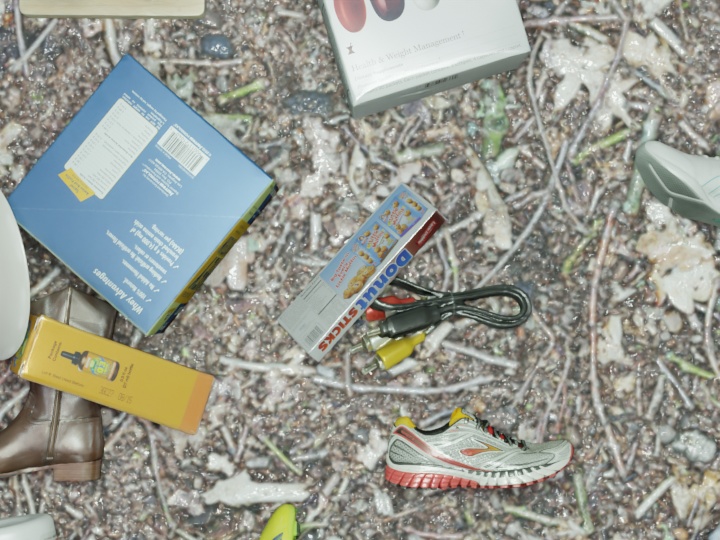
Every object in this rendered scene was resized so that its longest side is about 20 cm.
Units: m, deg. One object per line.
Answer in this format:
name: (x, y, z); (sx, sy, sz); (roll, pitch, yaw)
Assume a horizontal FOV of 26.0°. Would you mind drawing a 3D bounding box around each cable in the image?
cable: (0.079, 0.041, 1.657); (0.197, 0.050, 0.098); (-14, 72, -13)

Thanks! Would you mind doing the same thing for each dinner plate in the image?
dinner plate: (-0.392, -0.006, 1.580); (0.024, 0.199, 0.203); (-14, 88, -37)

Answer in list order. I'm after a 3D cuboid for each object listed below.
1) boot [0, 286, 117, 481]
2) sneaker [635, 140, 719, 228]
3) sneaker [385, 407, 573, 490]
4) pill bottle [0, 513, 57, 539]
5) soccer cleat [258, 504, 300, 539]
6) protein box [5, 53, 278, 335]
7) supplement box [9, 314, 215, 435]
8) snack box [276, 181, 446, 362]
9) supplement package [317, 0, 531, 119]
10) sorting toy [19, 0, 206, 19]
boot: (-0.351, 0.115, 1.631); (0.184, 0.064, 0.203); (3, 92, -13)
sneaker: (0.381, -0.087, 1.643); (0.199, 0.070, 0.081); (30, 74, -2)
sneaker: (0.124, 0.185, 1.625); (0.197, 0.078, 0.083); (0, 88, 0)
pill bottle: (-0.355, 0.360, 1.603); (0.111, 0.112, 0.203); (-10, 89, 0)
soccer cleat: (-0.115, 0.339, 1.628); (0.083, 0.065, 0.203); (16, 89, 3)
protein box: (-0.221, -0.074, 1.599); (0.198, 0.135, 0.201); (40, 89, 0)
supplement box: (-0.254, 0.106, 1.596); (0.198, 0.069, 0.067); (22, 85, -24)
snack box: (0.000, 0.000, 1.633); (0.200, 0.072, 0.024); (-48, 132, -1)
supplement package: (0.052, -0.284, 1.599); (0.189, 0.147, 0.203); (-17, 90, 0)
sorting toy: (-0.263, -0.371, 1.638); (0.197, 0.070, 0.202); (0, 89, 0)
